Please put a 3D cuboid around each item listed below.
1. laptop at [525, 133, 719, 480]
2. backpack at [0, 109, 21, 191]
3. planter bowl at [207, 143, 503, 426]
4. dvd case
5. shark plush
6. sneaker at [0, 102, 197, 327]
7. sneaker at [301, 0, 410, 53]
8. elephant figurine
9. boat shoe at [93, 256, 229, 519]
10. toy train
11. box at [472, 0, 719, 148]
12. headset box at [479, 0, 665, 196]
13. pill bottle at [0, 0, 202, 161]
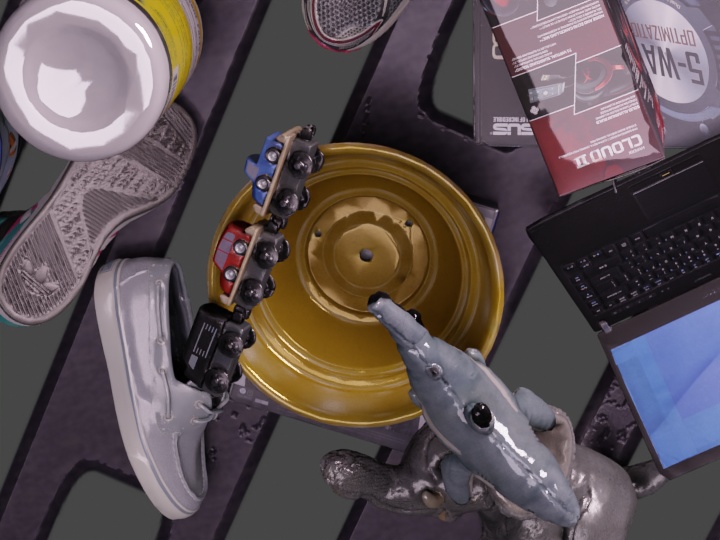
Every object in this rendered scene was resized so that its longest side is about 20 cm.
[{"bbox_3d":[0.240,0.023,1.455,0.177,0.103,0.200,-26,134,13],"label":"laptop"},{"bbox_3d":[-0.339,-0.090,1.466,0.190,0.154,0.200,28,107,-12],"label":"backpack"},{"bbox_3d":[0.000,0.000,1.455,0.200,0.083,0.200,2,108,6],"label":"planter bowl"},{"bbox_3d":[0.001,0.023,1.527,0.150,0.025,0.200,17,108,0],"label":"dvd case"},{"bbox_3d":[0.078,0.082,1.377,0.091,0.083,0.200,-29,114,-6],"label":"shark plush"},{"bbox_3d":[-0.204,-0.036,1.501,0.084,0.121,0.200,47,66,-16],"label":"sneaker"},{"bbox_3d":[0.020,-0.236,1.414,0.081,0.075,0.200,29,109,-4],"label":"sneaker"},{"bbox_3d":[0.097,0.143,1.493,0.141,0.155,0.200,-25,114,36],"label":"elephant figurine"},{"bbox_3d":[-0.136,0.086,1.535,0.071,0.070,0.201,-9,104,19],"label":"boat shoe"},{"bbox_3d":[-0.074,-0.010,1.394,0.046,0.034,0.200,26,110,11],"label":"toy train"},{"bbox_3d":[0.176,-0.165,1.437,0.200,0.044,0.160,2,108,5],"label":"box"},{"bbox_3d":[0.133,-0.147,1.345,0.075,0.149,0.200,-20,105,12],"label":"headset box"},{"bbox_3d":[-0.167,-0.149,1.395,0.112,0.200,0.113,2,108,5],"label":"pill bottle"}]
